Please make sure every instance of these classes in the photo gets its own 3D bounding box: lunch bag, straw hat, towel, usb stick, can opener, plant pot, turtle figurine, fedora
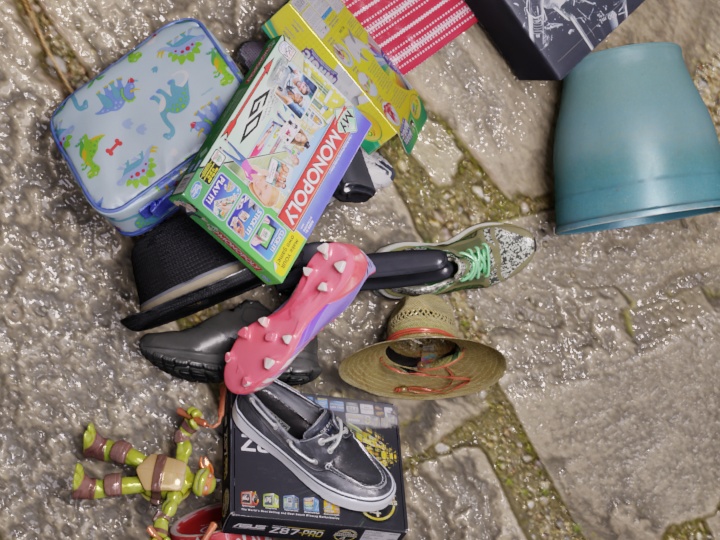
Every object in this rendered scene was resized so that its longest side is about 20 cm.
[{"bbox_3d":[-0.200,-0.140,1.253,0.199,0.082,0.161,-36,65,1],"label":"lunch bag"},{"bbox_3d":[0.068,0.073,1.384,0.199,0.201,0.086,7,64,-16],"label":"straw hat"},{"bbox_3d":[0.032,-0.325,1.365,0.144,0.022,0.201,-36,108,-9],"label":"towel"},{"bbox_3d":[-0.033,-0.159,1.308,0.055,0.033,0.201,5,56,-40],"label":"usb stick"},{"bbox_3d":[0.000,0.000,1.333,0.198,0.063,0.079,-4,77,22],"label":"can opener"},{"bbox_3d":[0.302,-0.148,1.383,0.198,0.200,0.190,-8,88,-14],"label":"plant pot"},{"bbox_3d":[-0.221,0.211,1.341,0.160,0.065,0.202,11,66,-1],"label":"turtle figurine"},{"bbox_3d":[-0.162,-0.012,1.269,0.199,0.201,0.092,-22,88,-11],"label":"fedora"}]

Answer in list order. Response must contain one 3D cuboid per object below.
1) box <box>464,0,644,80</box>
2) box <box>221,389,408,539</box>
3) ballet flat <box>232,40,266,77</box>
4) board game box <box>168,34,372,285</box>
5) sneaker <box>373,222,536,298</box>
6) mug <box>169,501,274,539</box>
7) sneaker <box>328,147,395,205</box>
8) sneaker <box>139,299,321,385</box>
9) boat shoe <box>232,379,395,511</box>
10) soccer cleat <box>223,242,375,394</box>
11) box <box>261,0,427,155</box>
[{"bbox_3d":[0.214,-0.341,1.359,0.200,0.104,0.182,-43,110,-8],"label":"box"},{"bbox_3d":[-0.052,0.215,1.363,0.198,0.162,0.049,9,139,-16],"label":"box"},{"bbox_3d":[-0.148,-0.156,1.327,0.072,0.072,0.201,27,91,-17],"label":"ballet flat"},{"bbox_3d":[-0.082,-0.107,1.195,0.134,0.029,0.201,41,62,-27],"label":"board game box"},{"bbox_3d":[0.113,-0.003,1.400,0.198,0.089,0.078,-14,102,-13],"label":"sneaker"},{"bbox_3d":[-0.151,0.371,1.360,0.177,0.133,0.202,-18,100,-35],"label":"mug"},{"bbox_3d":[-0.063,-0.078,1.354,0.198,0.080,0.130,-4,130,-41],"label":"sneaker"},{"bbox_3d":[-0.141,0.076,1.359,0.198,0.076,0.092,4,71,-7],"label":"sneaker"},{"bbox_3d":[-0.044,0.178,1.316,0.199,0.068,0.072,36,48,9],"label":"boat shoe"},{"bbox_3d":[-0.062,0.055,1.286,0.200,0.067,0.076,-51,147,12],"label":"soccer cleat"},{"bbox_3d":[-0.009,-0.210,1.313,0.048,0.118,0.200,-36,104,29],"label":"box"}]
